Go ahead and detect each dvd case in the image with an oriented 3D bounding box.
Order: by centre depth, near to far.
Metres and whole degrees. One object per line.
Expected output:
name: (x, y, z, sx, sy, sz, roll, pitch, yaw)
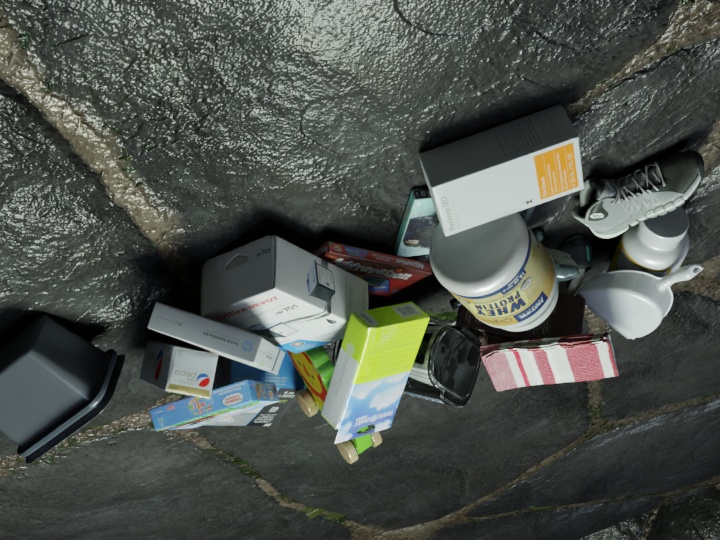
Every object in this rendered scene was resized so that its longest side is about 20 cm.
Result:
dvd case: (0.156, -0.077, 1.535, 0.199, 0.022, 0.146, -8, 148, -16)

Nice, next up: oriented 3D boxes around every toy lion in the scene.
toy lion: (-0.057, 0.176, 1.652, 0.068, 0.200, 0.192, -31, 135, -17)

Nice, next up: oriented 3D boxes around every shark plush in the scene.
shark plush: (0.233, 0.008, 1.641, 0.199, 0.084, 0.091, -17, 149, -8)

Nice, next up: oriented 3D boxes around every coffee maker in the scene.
coffee maker: (0.089, 0.135, 1.672, 0.199, 0.136, 0.192, 8, -175, 37)

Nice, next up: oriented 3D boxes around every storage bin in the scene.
storage bin: (-0.456, 0.155, 1.517, 0.199, 0.146, 0.134, -33, 119, 26)

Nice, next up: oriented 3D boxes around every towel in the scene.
towel: (0.296, 0.146, 1.651, 0.199, 0.023, 0.144, -8, 148, 16)

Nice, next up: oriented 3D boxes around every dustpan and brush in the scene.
dustpan and brush: (0.451, 0.034, 1.646, 0.139, 0.057, 0.200, 37, 153, -17)

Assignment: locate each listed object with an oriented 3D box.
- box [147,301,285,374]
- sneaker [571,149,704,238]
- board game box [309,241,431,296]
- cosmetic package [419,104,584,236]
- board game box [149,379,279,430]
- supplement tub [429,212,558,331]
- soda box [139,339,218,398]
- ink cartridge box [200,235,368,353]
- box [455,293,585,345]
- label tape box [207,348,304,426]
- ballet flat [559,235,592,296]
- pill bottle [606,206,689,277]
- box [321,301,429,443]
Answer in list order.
box: (-0.197, 0.098, 1.489, 0.155, 0.041, 0.200, 18, 171, 7)
sneaker: (0.394, -0.118, 1.538, 0.115, 0.075, 0.200, 19, 135, -42)
board game box: (0.000, 0.000, 1.565, 0.199, 0.020, 0.103, 11, 151, -39)
cosmetic package: (0.188, -0.131, 1.397, 0.199, 0.072, 0.102, -19, 138, 3)
board game box: (-0.216, 0.205, 1.608, 0.150, 0.037, 0.200, -18, 172, 5)
supplement tub: (0.198, -0.002, 1.516, 0.144, 0.145, 0.200, -27, 148, 16)
soda box: (-0.265, 0.140, 1.532, 0.068, 0.064, 0.200, 12, 174, -21)
ink cartridge box: (-0.106, 0.038, 1.495, 0.146, 0.086, 0.199, -20, 151, 35)
box: (0.253, 0.082, 1.695, 0.199, 0.101, 0.075, 11, 148, 5)
label tape box: (-0.174, 0.187, 1.757, 0.143, 0.066, 0.200, 7, 144, -34)
ballet flat: (0.322, 0.025, 1.737, 0.073, 0.073, 0.200, -1, 146, -25)
pill bottle: (0.461, -0.026, 1.688, 0.104, 0.105, 0.200, -12, 149, -9)
box: (0.018, 0.147, 1.527, 0.121, 0.048, 0.201, -9, 126, -42)
